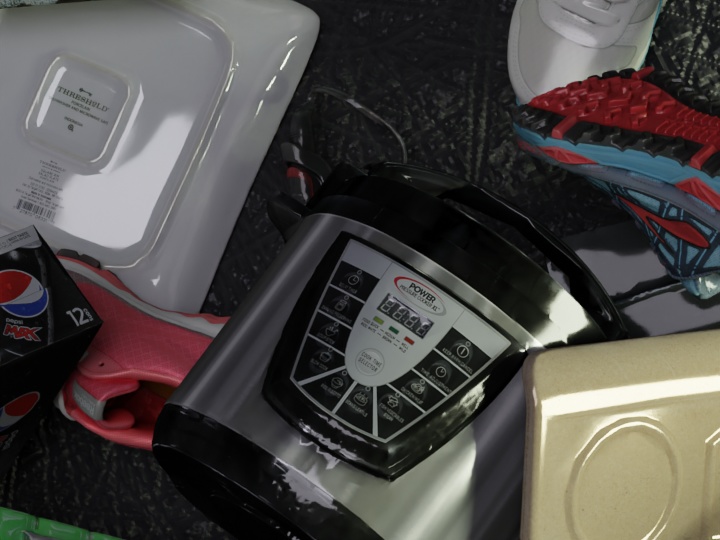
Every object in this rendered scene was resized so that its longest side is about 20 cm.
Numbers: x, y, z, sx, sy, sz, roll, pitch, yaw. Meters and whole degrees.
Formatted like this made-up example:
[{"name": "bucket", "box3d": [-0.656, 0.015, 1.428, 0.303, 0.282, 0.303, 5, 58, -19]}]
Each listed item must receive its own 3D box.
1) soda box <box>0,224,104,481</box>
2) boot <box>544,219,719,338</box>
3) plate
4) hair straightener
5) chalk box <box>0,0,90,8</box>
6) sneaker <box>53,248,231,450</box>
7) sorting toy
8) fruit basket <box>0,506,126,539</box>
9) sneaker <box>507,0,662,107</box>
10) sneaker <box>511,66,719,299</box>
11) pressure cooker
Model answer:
[{"name": "soda box", "box3d": [-0.203, 0.066, 1.103, 0.063, 0.071, 0.200, 52, 136, 14]}, {"name": "boot", "box3d": [0.201, 0.038, 1.072, 0.199, 0.066, 0.166, -13, 71, 7]}, {"name": "plate", "box3d": [-0.148, -0.084, 1.188, 0.199, 0.032, 0.201, 23, 88, 14]}, {"name": "hair straightener", "box3d": [0.000, 0.000, 1.144, 0.077, 0.041, 0.201, -3, 76, -19]}, {"name": "chalk box", "box3d": [-0.165, -0.248, 1.114, 0.124, 0.200, 0.124, -3, 48, 12]}, {"name": "sneaker", "box3d": [-0.134, 0.045, 1.126, 0.199, 0.087, 0.074, 14, 113, 14]}, {"name": "sorting toy", "box3d": [0.142, 0.128, 0.999, 0.036, 0.184, 0.201, 9, 102, 56]}, {"name": "fruit basket", "box3d": [-0.158, 0.222, 1.076, 0.185, 0.094, 0.201, 19, 66, -23]}, {"name": "sneaker", "box3d": [0.128, -0.169, 1.113, 0.076, 0.081, 0.201, 25, 89, 13]}, {"name": "sneaker", "box3d": [0.146, -0.031, 1.034, 0.200, 0.079, 0.096, 25, 130, 46]}, {"name": "pressure cooker", "box3d": [0.020, 0.051, 1.025, 0.200, 0.176, 0.178, -52, 34, -15]}]
